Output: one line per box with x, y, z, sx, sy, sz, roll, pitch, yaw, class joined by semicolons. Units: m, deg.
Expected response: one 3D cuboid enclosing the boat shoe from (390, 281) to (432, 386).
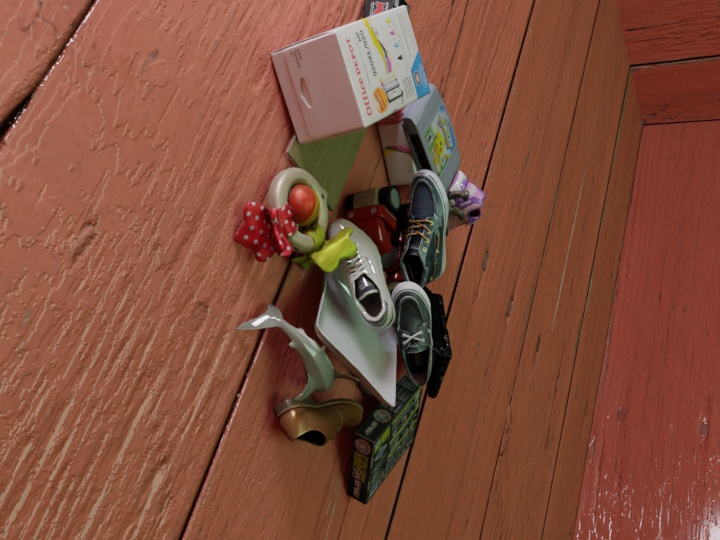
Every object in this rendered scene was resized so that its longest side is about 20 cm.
0.094;0.117;1.228;0.068;0.070;0.203;-89;172;-58;boat shoe

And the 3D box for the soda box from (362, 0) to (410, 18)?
0.038;-0.395;1.264;0.063;0.070;0.205;17;78;-57;soda box

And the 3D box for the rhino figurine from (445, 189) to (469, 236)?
0.135;-0.099;1.367;0.086;0.200;0.061;4;65;-19;rhino figurine

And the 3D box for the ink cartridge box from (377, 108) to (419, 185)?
0.098;-0.245;1.374;0.116;0.066;0.204;-40;124;-49;ink cartridge box

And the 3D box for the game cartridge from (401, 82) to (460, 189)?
0.142;-0.251;1.349;0.202;0.040;0.135;62;39;-38;game cartridge

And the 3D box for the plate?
-0.009;0.103;1.145;0.200;0.032;0.201;49;23;-24;plate

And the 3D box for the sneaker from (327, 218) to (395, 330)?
0.000;0.000;1.135;0.203;0.075;0.080;63;8;14;sneaker

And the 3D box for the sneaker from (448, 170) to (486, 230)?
0.208;-0.121;1.468;0.201;0.087;0.081;111;4;-62;sneaker

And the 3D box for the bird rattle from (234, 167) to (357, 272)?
-0.105;-0.078;1.075;0.198;0.111;0.166;22;62;-42;bird rattle

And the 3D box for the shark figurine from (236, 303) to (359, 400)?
-0.090;0.147;1.062;0.090;0.127;0.216;-53;135;-23;shark figurine

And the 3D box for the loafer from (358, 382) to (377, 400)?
0.029;0.187;1.290;0.201;0.069;0.071;54;52;-44;loafer

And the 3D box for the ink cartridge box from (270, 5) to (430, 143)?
-0.012;-0.310;1.100;0.199;0.143;0.150;-38;115;-44;ink cartridge box

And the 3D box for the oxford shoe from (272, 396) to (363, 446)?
-0.060;0.253;1.138;0.198;0.071;0.072;10;46;-50;oxford shoe

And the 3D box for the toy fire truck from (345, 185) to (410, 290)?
0.028;-0.023;1.253;0.176;0.126;0.204;39;50;-51;toy fire truck

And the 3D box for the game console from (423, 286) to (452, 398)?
0.113;0.121;1.392;0.201;0.114;0.178;-89;-169;-56;game console

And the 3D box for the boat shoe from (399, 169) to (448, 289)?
0.109;-0.068;1.213;0.091;0.070;0.204;-35;124;-53;boat shoe

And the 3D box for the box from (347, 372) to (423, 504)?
0.049;0.314;1.309;0.200;0.044;0.163;-40;143;-49;box

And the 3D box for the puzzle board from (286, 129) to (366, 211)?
-0.054;-0.228;1.184;0.151;0.017;0.203;50;51;-45;puzzle board
